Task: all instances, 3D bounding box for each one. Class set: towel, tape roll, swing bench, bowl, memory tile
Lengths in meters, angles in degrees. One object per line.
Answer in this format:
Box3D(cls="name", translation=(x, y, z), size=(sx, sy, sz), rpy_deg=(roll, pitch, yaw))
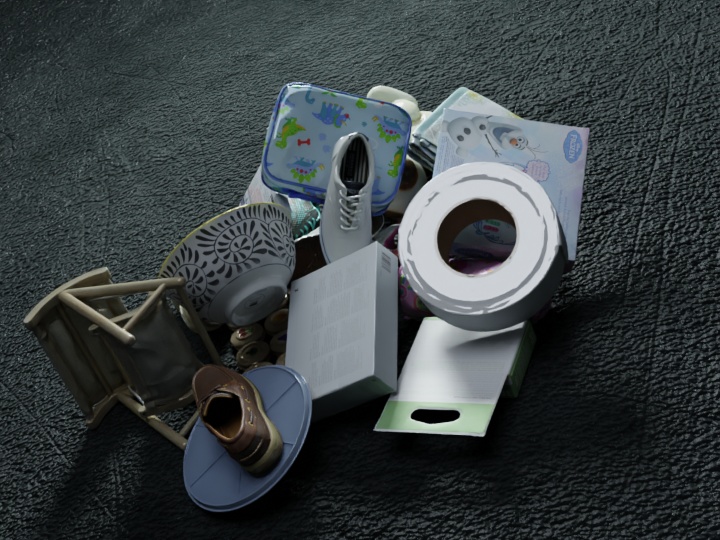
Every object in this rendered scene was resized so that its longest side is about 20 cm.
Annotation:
Box3D(cls="towel", translation=(0.177, -0.185, 1.770), size=(0.171, 0.048, 0.200), rpy_deg=(33, 45, 11))
Box3D(cls="tape roll", translation=(0.150, -0.029, 1.468), size=(0.202, 0.071, 0.203), rpy_deg=(-6, 68, 16))
Box3D(cls="swing bench", translation=(-0.300, 0.111, 1.577), size=(0.200, 0.199, 0.130), rpy_deg=(7, 44, 34))
Box3D(cls="bowl", translation=(-0.156, 0.011, 1.582), size=(0.201, 0.201, 0.094), rpy_deg=(-30, 67, -11))
Box3D(cls="memory tile", translation=(-0.108, 0.084, 1.668), size=(0.153, 0.017, 0.200), rpy_deg=(-23, 34, -1))

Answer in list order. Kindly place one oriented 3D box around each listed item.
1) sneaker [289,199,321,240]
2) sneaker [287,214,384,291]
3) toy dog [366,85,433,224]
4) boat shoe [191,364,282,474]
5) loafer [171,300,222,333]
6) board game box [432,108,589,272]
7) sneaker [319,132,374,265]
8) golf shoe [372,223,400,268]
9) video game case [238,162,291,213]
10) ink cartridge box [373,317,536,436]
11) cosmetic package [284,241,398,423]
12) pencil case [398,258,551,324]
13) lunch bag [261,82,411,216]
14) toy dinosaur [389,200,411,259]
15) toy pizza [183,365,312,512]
Box3D(cls="sneaker", translation=(-0.098, -0.069, 1.812), size=(0.091, 0.078, 0.200), rpy_deg=(7, 37, -4))
Box3D(cls="sneaker", translation=(-0.056, -0.025, 1.745), size=(0.200, 0.073, 0.085), rpy_deg=(-32, 2, -26))
Box3D(cls="toy dog", translation=(0.061, -0.156, 1.819), size=(0.194, 0.140, 0.200), rpy_deg=(16, 43, 4))
Box3D(cls="boat shoe", translation=(-0.160, 0.165, 1.443), size=(0.072, 0.068, 0.200), rpy_deg=(-46, 37, 0))
Box3D(cls="loafer", translation=(-0.241, 0.043, 1.753), size=(0.068, 0.076, 0.200), rpy_deg=(-34, 20, 10))
Box3D(cls="board game box", translation=(0.193, -0.108, 1.583), size=(0.199, 0.043, 0.200), rpy_deg=(9, 67, 6))
Box3D(cls="sneaker", translation=(-0.018, -0.088, 1.597), size=(0.073, 0.200, 0.071), rpy_deg=(0, -9, -5))
Box3D(cls="golf shoe", translation=(0.000, 0.000, 1.664), size=(0.091, 0.075, 0.200), rpy_deg=(10, 44, 28))
Box3D(cls="video game case", translation=(-0.161, -0.058, 1.772), size=(0.182, 0.023, 0.200), rpy_deg=(-59, 23, 20))
Box3D(cls="ink cartridge box", translation=(0.117, 0.136, 1.446), size=(0.145, 0.048, 0.200), rpy_deg=(-1, 42, 28))
Box3D(cls="cosmetic package", translation=(-0.025, 0.080, 1.513), size=(0.151, 0.052, 0.200), rpy_deg=(-23, 48, 31))
Box3D(cls="pencil case", translation=(0.145, 0.027, 1.551), size=(0.200, 0.088, 0.087), rpy_deg=(-1, 40, 29))
Box3D(cls="lunch bag", translation=(-0.036, -0.167, 1.682), size=(0.200, 0.082, 0.161), rpy_deg=(12, 78, -3))
Box3D(cls="toy dinosaur", translation=(0.150, -0.034, 1.619), size=(0.181, 0.105, 0.200), rpy_deg=(19, 56, 31))
Box3D(cls="toy pizza", translation=(-0.135, 0.207, 1.464), size=(0.200, 0.032, 0.200), rpy_deg=(-25, 42, 25))
